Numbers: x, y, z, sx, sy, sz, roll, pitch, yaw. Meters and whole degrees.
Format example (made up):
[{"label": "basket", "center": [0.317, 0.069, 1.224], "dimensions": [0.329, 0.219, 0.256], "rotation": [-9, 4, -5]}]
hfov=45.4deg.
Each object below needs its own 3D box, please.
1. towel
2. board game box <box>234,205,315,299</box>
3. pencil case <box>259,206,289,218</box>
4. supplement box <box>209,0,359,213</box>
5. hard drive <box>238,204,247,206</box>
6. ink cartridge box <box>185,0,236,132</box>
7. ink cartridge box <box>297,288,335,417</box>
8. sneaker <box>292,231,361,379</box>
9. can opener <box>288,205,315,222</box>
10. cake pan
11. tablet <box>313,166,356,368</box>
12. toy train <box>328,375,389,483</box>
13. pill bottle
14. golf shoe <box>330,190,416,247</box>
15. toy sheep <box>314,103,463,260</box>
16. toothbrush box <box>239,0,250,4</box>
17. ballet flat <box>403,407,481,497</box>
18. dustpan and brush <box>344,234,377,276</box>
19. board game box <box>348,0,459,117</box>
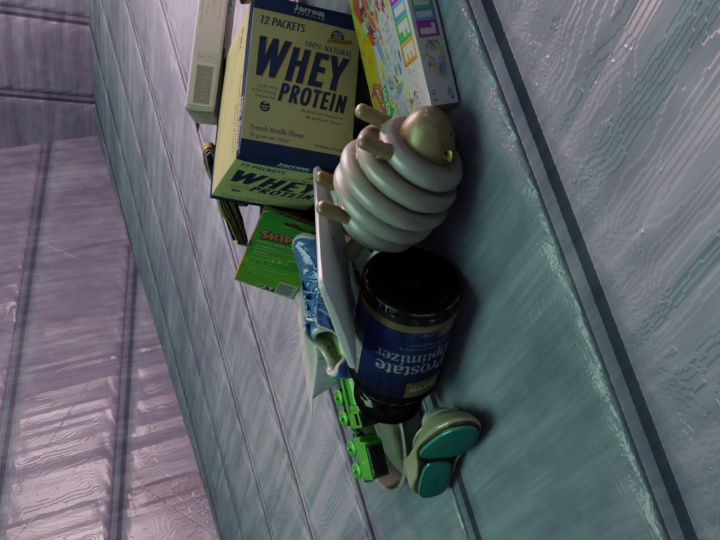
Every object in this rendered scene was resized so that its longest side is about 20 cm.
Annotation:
[{"label": "towel", "center": [-0.198, -0.116, 1.240], "dimensions": [0.200, 0.023, 0.145], "rotation": [-128, 18, -74]}, {"label": "board game box", "center": [-0.110, -0.025, 1.197], "dimensions": [0.200, 0.095, 0.030], "rotation": [127, 160, -59]}, {"label": "pencil case", "center": [-0.126, -0.155, 1.306], "dimensions": [0.092, 0.085, 0.202], "rotation": [12, 113, 53]}, {"label": "supplement box", "center": [-0.098, -0.198, 1.072], "dimensions": [0.200, 0.133, 0.202], "rotation": [152, 124, -68]}, {"label": "hard drive", "center": [-0.182, -0.221, 1.368], "dimensions": [0.140, 0.037, 0.202], "rotation": [-64, -24, -57]}, {"label": "ink cartridge box", "center": [-0.208, -0.307, 1.223], "dimensions": [0.176, 0.044, 0.202], "rotation": [151, 125, -85]}, {"label": "ink cartridge box", "center": [-0.062, 0.109, 1.310], "dimensions": [0.201, 0.047, 0.161], "rotation": [98, 164, -56]}, {"label": "sneaker", "center": [-0.038, 0.043, 1.086], "dimensions": [0.076, 0.077, 0.201], "rotation": [-34, 79, 43]}, {"label": "can opener", "center": [-0.110, -0.044, 1.263], "dimensions": [0.199, 0.063, 0.079], "rotation": [-37, 42, 30]}, {"label": "cake pan", "center": [0.031, 0.199, 1.169], "dimensions": [0.200, 0.036, 0.203], "rotation": [168, 90, -68]}, {"label": "tablet", "center": [-0.027, -0.007, 0.933], "dimensions": [0.201, 0.014, 0.131], "rotation": [-96, -9, -48]}, {"label": "toy train", "center": [-0.005, 0.184, 1.150], "dimensions": [0.056, 0.041, 0.202], "rotation": [-21, 81, 58]}, {"label": "pill bottle", "center": [0.044, 0.080, 0.972], "dimensions": [0.201, 0.111, 0.112], "rotation": [99, 150, -43]}, {"label": "golf shoe", "center": [0.016, -0.088, 1.030], "dimensions": [0.200, 0.075, 0.092], "rotation": [38, 121, 55]}, {"label": "toy sheep", "center": [0.030, -0.086, 0.878], "dimensions": [0.200, 0.137, 0.139], "rotation": [-52, 52, 39]}, {"label": "toothbrush box", "center": [-0.120, -0.470, 1.121], "dimensions": [0.145, 0.085, 0.202], "rotation": [-178, 78, -67]}, {"label": "ballet flat", "center": [0.088, 0.198, 0.999], "dimensions": [0.201, 0.069, 0.070], "rotation": [107, 144, -51]}, {"label": "dustpan and brush", "center": [0.000, 0.000, 1.136], "dimensions": [0.200, 0.057, 0.141], "rotation": [119, 133, -68]}, {"label": "board game box", "center": [0.038, -0.255, 0.911], "dimensions": [0.134, 0.034, 0.202], "rotation": [162, 95, -68]}]
